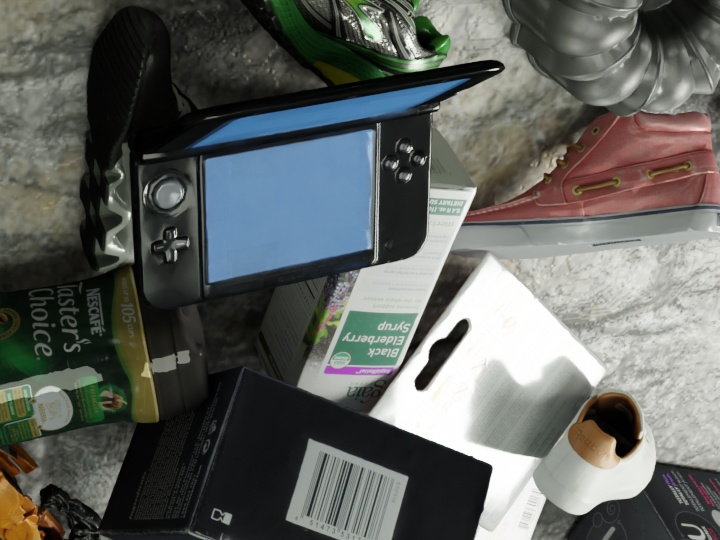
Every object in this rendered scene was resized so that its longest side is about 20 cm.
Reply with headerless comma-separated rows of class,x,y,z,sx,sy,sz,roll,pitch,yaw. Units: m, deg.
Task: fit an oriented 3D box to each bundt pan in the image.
bundt pan,0.200,-0.186,1.260,0.201,0.076,0.203,-14,133,-16

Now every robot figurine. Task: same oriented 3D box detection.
robot figurine,-0.271,0.181,1.354,0.144,0.058,0.200,-31,134,2

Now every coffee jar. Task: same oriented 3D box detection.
coffee jar,-0.200,0.057,1.233,0.199,0.105,0.086,-11,131,-8

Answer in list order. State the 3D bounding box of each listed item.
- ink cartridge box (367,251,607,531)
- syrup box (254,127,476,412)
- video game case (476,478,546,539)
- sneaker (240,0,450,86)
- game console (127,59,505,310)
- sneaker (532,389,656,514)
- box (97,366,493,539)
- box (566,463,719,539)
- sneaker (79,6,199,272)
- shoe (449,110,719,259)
ink cartridge box,0.085,0.088,1.421,0.160,0.047,0.200,-53,135,-4
syrup box,0.000,0.000,1.317,0.078,0.082,0.201,4,125,-28
video game case,0.054,0.226,1.516,0.181,0.036,0.201,20,91,-39
sneaker,-0.017,-0.168,1.178,0.085,0.078,0.200,-46,142,7
game console,-0.027,-0.049,1.130,0.199,0.116,0.177,-11,121,-22
sneaker,0.205,0.131,1.489,0.085,0.073,0.200,-56,167,20
box,-0.048,0.158,1.302,0.196,0.200,0.118,23,73,-20
box,0.301,0.252,1.657,0.199,0.123,0.106,12,123,-33
sneaker,-0.124,-0.086,1.190,0.088,0.074,0.201,-8,141,-20
shoe,0.157,-0.061,1.357,0.199,0.092,0.071,-6,173,11
